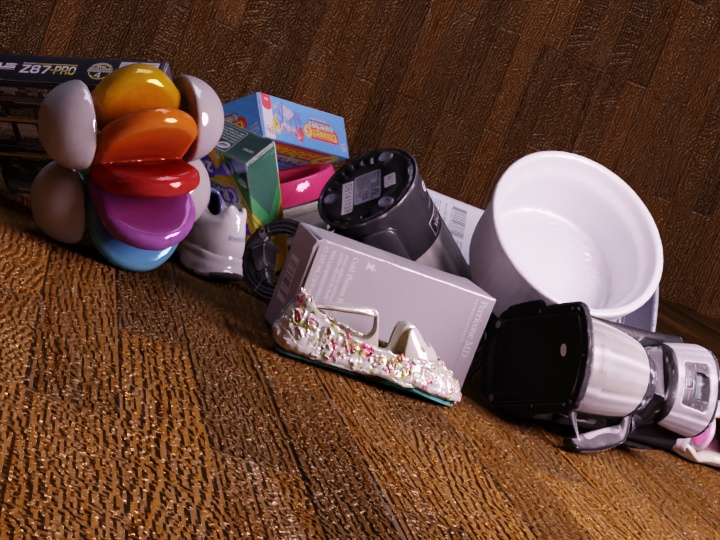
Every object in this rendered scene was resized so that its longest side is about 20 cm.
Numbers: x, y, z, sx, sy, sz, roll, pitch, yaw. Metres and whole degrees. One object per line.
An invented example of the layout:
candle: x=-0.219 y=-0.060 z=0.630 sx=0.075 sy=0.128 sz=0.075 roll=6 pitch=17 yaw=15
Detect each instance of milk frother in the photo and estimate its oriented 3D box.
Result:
milk frother: x=0.000 y=0.000 z=1.578 sx=0.199 sy=0.181 sz=0.189 roll=-6 pitch=-46 yaw=30

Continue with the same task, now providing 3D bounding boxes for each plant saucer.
plant saucer: x=-0.098 y=-0.060 z=1.817 sx=0.199 sy=0.051 sz=0.200 roll=-12 pitch=9 yaw=2

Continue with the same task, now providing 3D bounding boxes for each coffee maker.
coffee maker: x=0.230 y=0.100 z=1.454 sx=0.199 sy=0.136 sz=0.192 roll=17 pitch=8 yaw=-36

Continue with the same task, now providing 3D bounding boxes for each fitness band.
fitness band: x=-0.126 y=-0.092 z=1.791 sx=0.198 sy=0.038 sz=0.144 roll=-12 pitch=11 yaw=14

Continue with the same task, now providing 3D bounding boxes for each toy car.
toy car: x=-0.209 y=-0.086 z=1.372 sx=0.174 sy=0.201 sz=0.150 roll=-8 pitch=44 yaw=-29

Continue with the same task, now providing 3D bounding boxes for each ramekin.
ramekin: x=0.212 y=-0.018 z=1.549 sx=0.199 sy=0.202 sz=0.098 roll=20 pitch=-35 yaw=-12

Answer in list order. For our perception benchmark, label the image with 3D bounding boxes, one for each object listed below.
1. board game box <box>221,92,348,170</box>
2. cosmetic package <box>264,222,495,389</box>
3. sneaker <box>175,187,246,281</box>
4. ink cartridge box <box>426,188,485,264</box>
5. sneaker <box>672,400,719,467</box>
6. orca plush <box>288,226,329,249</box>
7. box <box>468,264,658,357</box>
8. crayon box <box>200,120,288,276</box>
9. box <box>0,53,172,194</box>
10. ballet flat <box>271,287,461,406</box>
board game box: x=-0.148 y=-0.155 z=1.822 sx=0.195 sy=0.056 sz=0.200 roll=-14 pitch=-11 yaw=30
cosmetic package: x=0.019 y=0.037 z=1.416 sx=0.199 sy=0.108 sz=0.090 roll=17 pitch=8 yaw=-19
sneaker: x=-0.185 y=-0.056 z=1.571 sx=0.199 sy=0.088 sz=0.074 roll=25 pitch=12 yaw=39
ink cartridge box: x=0.132 y=0.004 z=1.795 sx=0.199 sy=0.147 sz=0.084 roll=21 pitch=-33 yaw=-13
sneaker: x=0.351 y=0.158 z=1.589 sx=0.199 sy=0.082 sz=0.088 roll=20 pitch=5 yaw=-6
orca plush: x=-0.027 y=-0.061 z=1.927 sx=0.198 sy=0.072 sz=0.105 roll=3 pitch=-22 yaw=21
box: x=0.220 y=0.047 z=1.671 sx=0.199 sy=0.105 sz=0.148 roll=19 pitch=-30 yaw=-12
crayon box: x=-0.146 y=-0.071 z=1.614 sx=0.125 sy=0.201 sz=0.052 roll=25 pitch=50 yaw=30
box: x=-0.284 y=-0.145 z=1.495 sx=0.198 sy=0.162 sz=0.049 roll=3 pitch=46 yaw=9
ballet flat: x=0.015 y=0.069 z=1.325 sx=0.199 sy=0.064 sz=0.076 roll=19 pitch=7 yaw=-23
